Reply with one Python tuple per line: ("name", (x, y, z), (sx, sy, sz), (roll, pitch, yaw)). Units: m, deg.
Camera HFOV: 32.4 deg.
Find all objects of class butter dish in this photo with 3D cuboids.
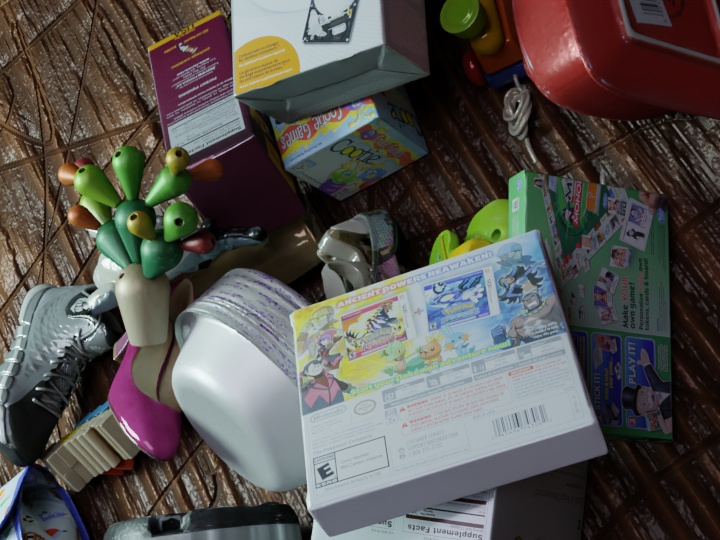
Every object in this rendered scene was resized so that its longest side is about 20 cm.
("butter dish", (0.193, -0.196, 1.006), (0.148, 0.199, 0.201), (-30, 62, 46))

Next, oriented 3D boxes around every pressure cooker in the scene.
("pressure cooker", (-0.127, 0.304, 1.037), (0.178, 0.176, 0.201), (-7, 74, -2))

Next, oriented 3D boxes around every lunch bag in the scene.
("lunch bag", (-0.348, 0.311, 1.204), (0.170, 0.124, 0.200), (-38, 52, 16))

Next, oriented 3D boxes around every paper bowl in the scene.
("paper bowl", (-0.078, 0.105, 1.040), (0.200, 0.201, 0.104), (30, 59, 32))

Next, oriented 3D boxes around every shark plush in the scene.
("shark plush", (-0.171, -0.021, 1.128), (0.200, 0.083, 0.091), (-26, 62, 25))

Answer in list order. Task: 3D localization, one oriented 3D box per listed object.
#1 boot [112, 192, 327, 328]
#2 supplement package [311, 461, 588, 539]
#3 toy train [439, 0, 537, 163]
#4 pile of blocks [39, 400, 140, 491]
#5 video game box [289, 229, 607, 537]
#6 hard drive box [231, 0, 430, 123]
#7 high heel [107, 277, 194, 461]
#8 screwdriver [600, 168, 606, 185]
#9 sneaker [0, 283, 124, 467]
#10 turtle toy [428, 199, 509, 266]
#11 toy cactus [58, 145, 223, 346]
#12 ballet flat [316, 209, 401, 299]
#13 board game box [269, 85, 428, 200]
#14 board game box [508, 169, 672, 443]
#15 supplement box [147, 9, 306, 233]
("boot", (-0.142, -0.030, 1.208), (0.200, 0.066, 0.175), (-37, 74, 18))
("supplement package", (0.068, 0.227, 0.939), (0.147, 0.191, 0.201), (2, 79, 30))
("toy train", (0.111, -0.200, 1.068), (0.084, 0.116, 0.201), (-22, 67, 28))
("pile of blocks", (-0.231, 0.159, 1.219), (0.200, 0.082, 0.062), (-31, 106, 30))
("video game box", (0.053, 0.075, 0.867), (0.199, 0.047, 0.183), (-18, 46, 10))
("hard drive box", (-0.030, -0.247, 1.059), (0.155, 0.077, 0.201), (-14, 70, 31))
("high heel", (-0.174, 0.082, 1.097), (0.096, 0.067, 0.200), (-48, 35, 12))
("screwdriver", (0.205, 0.012, 1.009), (0.029, 0.028, 0.201), (-13, 72, 58))
("sneaker", (-0.296, 0.095, 1.243), (0.115, 0.075, 0.201), (-10, 59, 21))
("turtle toy", (0.097, 0.031, 1.019), (0.146, 0.101, 0.201), (146, 138, -64))
("toy cactus", (-0.179, -0.023, 1.028), (0.200, 0.102, 0.166), (8, 106, 45))
("ballet flat", (0.000, 0.000, 1.056), (0.200, 0.071, 0.069), (-100, 31, -56))
("board game box", (-0.030, -0.186, 1.155), (0.103, 0.105, 0.201), (-27, 65, 21))
("board game box", (0.180, 0.029, 0.967), (0.029, 0.134, 0.201), (151, 125, -65))
("supplement box", (-0.127, -0.133, 1.154), (0.085, 0.110, 0.200), (-26, 46, 8))
